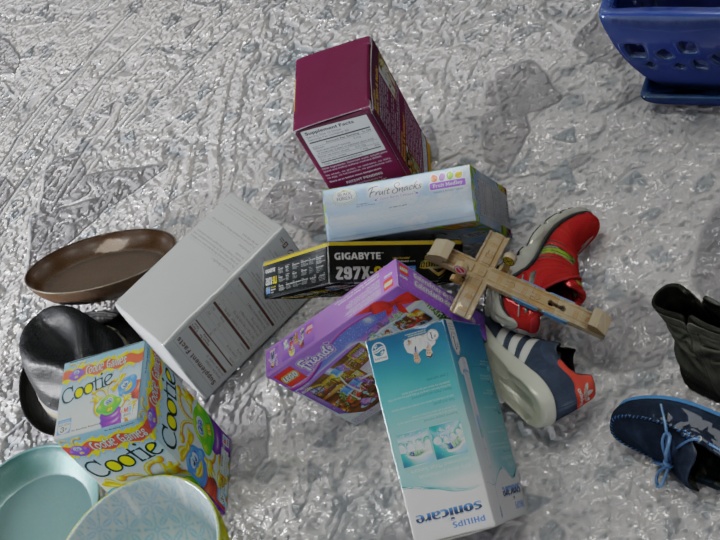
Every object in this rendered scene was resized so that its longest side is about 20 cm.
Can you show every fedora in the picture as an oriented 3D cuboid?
[{"bbox_3d":[-0.360,0.108,1.819,0.200,0.092,0.201,-16,47,18],"label":"fedora"}]

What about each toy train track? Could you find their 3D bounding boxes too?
[{"bbox_3d":[0.164,0.014,1.508,0.199,0.033,0.115,25,57,6],"label":"toy train track"}]

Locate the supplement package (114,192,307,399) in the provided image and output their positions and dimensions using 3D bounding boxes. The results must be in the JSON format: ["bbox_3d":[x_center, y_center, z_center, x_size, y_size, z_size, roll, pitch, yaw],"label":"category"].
[{"bbox_3d":[-0.169,0.029,1.763,0.200,0.117,0.117,-44,46,-12],"label":"supplement package"}]

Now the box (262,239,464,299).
[{"bbox_3d":[0.000,0.000,1.616,0.200,0.159,0.050,166,103,-66],"label":"box"}]

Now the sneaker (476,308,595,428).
[{"bbox_3d":[0.177,0.094,1.556,0.084,0.075,0.200,-19,35,-17],"label":"sneaker"}]

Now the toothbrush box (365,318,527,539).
[{"bbox_3d":[0.086,0.155,1.432,0.085,0.146,0.201,-18,82,16],"label":"toothbrush box"}]

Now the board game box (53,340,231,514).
[{"bbox_3d":[-0.234,0.185,1.606,0.105,0.200,0.103,-16,46,17],"label":"board game box"}]

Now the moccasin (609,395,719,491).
[{"bbox_3d":[0.320,0.171,1.389,0.200,0.081,0.068,12,48,37],"label":"moccasin"}]

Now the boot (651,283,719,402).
[{"bbox_3d":[0.367,0.090,1.398,0.200,0.131,0.068,25,68,41],"label":"boot"}]

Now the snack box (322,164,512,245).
[{"bbox_3d":[0.068,-0.062,1.642,0.168,0.200,0.068,-9,85,15],"label":"snack box"}]

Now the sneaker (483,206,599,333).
[{"bbox_3d":[0.211,0.006,1.590,0.085,0.077,0.200,29,49,23],"label":"sneaker"}]

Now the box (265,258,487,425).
[{"bbox_3d":[0.015,0.080,1.556,0.200,0.137,0.039,-35,40,30],"label":"box"}]

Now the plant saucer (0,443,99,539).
[{"bbox_3d":[-0.382,0.296,1.712,0.199,0.036,0.200,-16,46,17],"label":"plant saucer"}]

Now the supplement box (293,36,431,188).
[{"bbox_3d":[0.006,-0.157,1.765,0.103,0.200,0.131,-15,46,17],"label":"supplement box"}]

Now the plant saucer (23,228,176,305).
[{"bbox_3d":[-0.331,-0.002,1.893,0.199,0.032,0.200,-10,21,4],"label":"plant saucer"}]

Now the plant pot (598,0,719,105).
[{"bbox_3d":[0.406,-0.297,1.674,0.199,0.180,0.200,5,56,32],"label":"plant pot"}]

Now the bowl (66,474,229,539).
[{"bbox_3d":[-0.210,0.326,1.537,0.199,0.108,0.201,-16,47,18],"label":"bowl"}]
